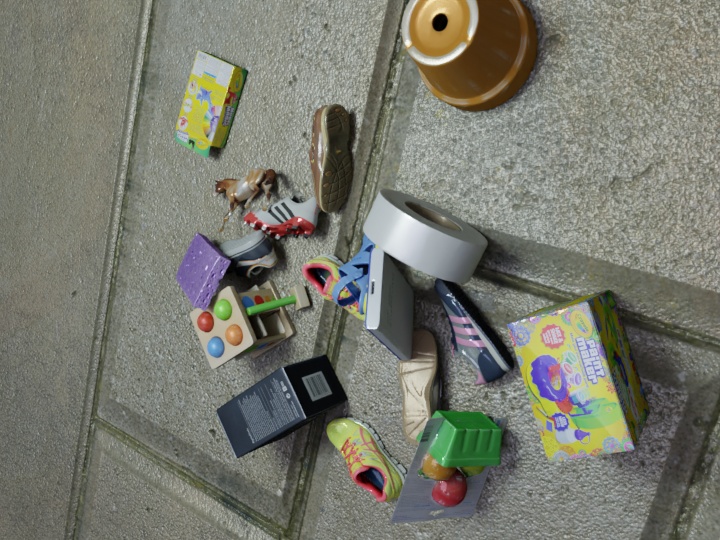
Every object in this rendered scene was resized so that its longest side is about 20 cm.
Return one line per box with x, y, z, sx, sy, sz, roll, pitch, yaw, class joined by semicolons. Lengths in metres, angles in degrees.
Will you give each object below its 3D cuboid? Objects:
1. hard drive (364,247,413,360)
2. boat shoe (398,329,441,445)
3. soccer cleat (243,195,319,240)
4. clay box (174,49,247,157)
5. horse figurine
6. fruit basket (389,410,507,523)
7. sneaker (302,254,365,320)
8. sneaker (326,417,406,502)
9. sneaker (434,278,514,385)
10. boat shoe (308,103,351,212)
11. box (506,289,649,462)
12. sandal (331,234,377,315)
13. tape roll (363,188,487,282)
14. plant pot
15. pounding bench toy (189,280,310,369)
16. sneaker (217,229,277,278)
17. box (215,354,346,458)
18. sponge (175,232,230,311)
0.052;0.062;1.068;0.025;0.200;0.133;-3;68;18;hard drive
0.111;0.210;1.142;0.071;0.065;0.202;-6;72;22;boat shoe
-0.158;-0.111;1.282;0.199;0.069;0.086;3;63;43;soccer cleat
-0.326;-0.355;1.368;0.114;0.047;0.202;29;108;25;clay box
-0.234;-0.162;1.310;0.199;0.050;0.134;-22;45;33;horse figurine
0.149;0.334;1.077;0.094;0.184;0.202;46;122;53;fruit basket
-0.030;0.040;1.190;0.199;0.090;0.079;30;106;23;sneaker
0.003;0.356;1.200;0.199;0.090;0.079;38;112;24;sneaker
0.174;0.105;1.095;0.082;0.070;0.201;-41;72;23;sneaker
-0.063;-0.214;1.218;0.067;0.071;0.203;13;105;49;boat shoe
0.327;0.147;0.939;0.121;0.192;0.202;-19;83;29;box
0.000;0.000;1.128;0.086;0.201;0.080;3;130;6;sandal
0.106;-0.060;1.050;0.202;0.202;0.071;33;109;24;tape roll
0.160;-0.369;1.007;0.198;0.183;0.203;2;94;30;plant pot
-0.215;0.091;1.271;0.199;0.156;0.125;-32;77;27;pounding bench toy
-0.251;-0.022;1.327;0.199;0.079;0.080;-10;121;47;sneaker
-0.155;0.265;1.252;0.199;0.148;0.108;-35;76;26;box
-0.326;-0.002;1.297;0.112;0.030;0.200;-63;31;3;sponge
